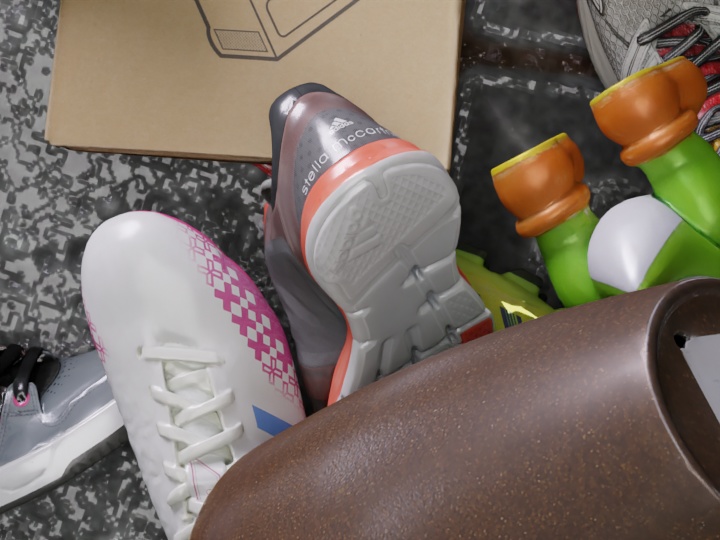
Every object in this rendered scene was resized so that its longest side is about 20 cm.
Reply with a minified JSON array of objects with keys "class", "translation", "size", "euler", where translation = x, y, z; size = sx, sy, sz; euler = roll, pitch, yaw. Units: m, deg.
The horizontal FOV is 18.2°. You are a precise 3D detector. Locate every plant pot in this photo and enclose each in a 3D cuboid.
[{"class":"plant pot","translation":[0.069,0.091,0.753],"size":[0.187,0.187,0.200],"euler":[46,131,-2]}]

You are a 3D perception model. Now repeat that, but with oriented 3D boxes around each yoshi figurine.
[{"class":"yoshi figurine","translation":[0.140,0.024,0.857],"size":[0.112,0.112,0.201],"euler":[-29,85,-23]}]

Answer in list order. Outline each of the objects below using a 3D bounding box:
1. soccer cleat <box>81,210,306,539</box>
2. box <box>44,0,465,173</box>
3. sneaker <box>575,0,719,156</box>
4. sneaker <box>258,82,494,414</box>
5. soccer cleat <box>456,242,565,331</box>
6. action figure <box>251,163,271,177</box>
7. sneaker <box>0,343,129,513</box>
[{"class":"soccer cleat","translation":[-0.051,0.073,0.863],"size":[0.070,0.086,0.201],"euler":[-21,106,15]},{"class":"box","translation":[-0.035,-0.142,0.888],"size":[0.163,0.021,0.201],"euler":[4,84,11]},{"class":"sneaker","translation":[0.154,-0.061,0.911],"size":[0.078,0.082,0.201],"euler":[-30,92,3]},{"class":"sneaker","translation":[0.000,0.000,0.868],"size":[0.077,0.200,0.082],"euler":[-27,57,-18]},{"class":"soccer cleat","translation":[0.083,0.070,0.926],"size":[0.200,0.065,0.084],"euler":[43,83,-4]},{"class":"action figure","translation":[-0.070,-0.099,0.929],"size":[0.065,0.052,0.200],"euler":[-44,87,-2]},{"class":"sneaker","translation":[-0.178,0.041,0.927],"size":[0.199,0.084,0.121],"euler":[-26,102,4]}]
